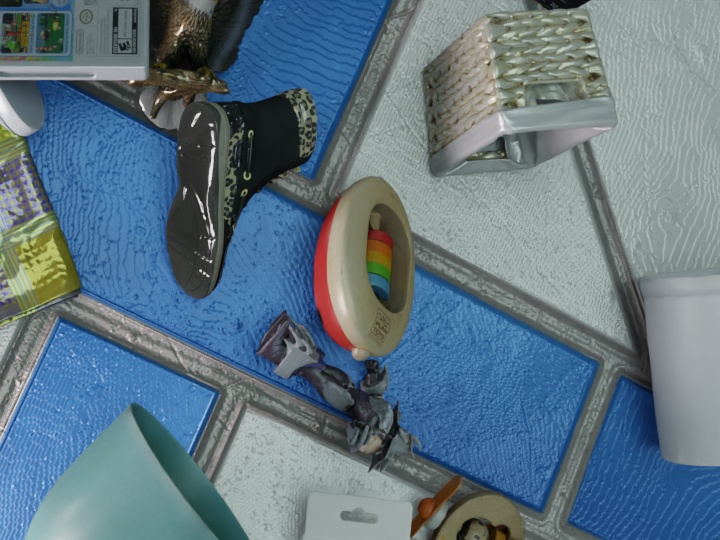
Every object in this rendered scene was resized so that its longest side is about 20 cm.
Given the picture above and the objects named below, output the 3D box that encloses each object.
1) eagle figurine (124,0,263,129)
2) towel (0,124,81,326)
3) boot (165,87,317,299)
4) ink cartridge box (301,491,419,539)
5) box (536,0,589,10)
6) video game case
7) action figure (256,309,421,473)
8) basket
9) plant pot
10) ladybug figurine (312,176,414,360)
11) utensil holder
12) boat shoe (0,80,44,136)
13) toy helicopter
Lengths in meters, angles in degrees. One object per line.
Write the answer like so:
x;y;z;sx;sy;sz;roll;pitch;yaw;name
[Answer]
-0.169;-0.256;1.203;0.152;0.149;0.203;48;33;-51;eagle figurine
-0.362;-0.042;1.163;0.142;0.023;0.203;-20;94;-18;towel
-0.114;-0.081;1.215;0.153;0.073;0.206;-23;131;-46;boot
-0.003;0.326;1.220;0.115;0.067;0.204;4;86;12;ink cartridge box
0.197;-0.398;1.323;0.199;0.115;0.133;35;77;-14;box
-0.284;-0.262;1.119;0.179;0.024;0.203;-1;63;-7;video game case
-0.015;0.124;1.227;0.199;0.130;0.070;39;104;-9;action figure
0.157;-0.181;1.257;0.133;0.200;0.126;-7;85;-19;basket
-0.210;0.251;1.117;0.160;0.201;0.202;-38;99;-4;plant pot
0.000;0.000;1.233;0.136;0.071;0.203;45;42;-42;ladybug figurine
0.402;0.100;1.341;0.167;0.170;0.204;-6;91;-19;utensil holder
-0.373;-0.207;1.149;0.065;0.073;0.202;-32;89;20;boat shoe
0.079;0.300;1.272;0.198;0.079;0.133;-32;103;-5;toy helicopter
